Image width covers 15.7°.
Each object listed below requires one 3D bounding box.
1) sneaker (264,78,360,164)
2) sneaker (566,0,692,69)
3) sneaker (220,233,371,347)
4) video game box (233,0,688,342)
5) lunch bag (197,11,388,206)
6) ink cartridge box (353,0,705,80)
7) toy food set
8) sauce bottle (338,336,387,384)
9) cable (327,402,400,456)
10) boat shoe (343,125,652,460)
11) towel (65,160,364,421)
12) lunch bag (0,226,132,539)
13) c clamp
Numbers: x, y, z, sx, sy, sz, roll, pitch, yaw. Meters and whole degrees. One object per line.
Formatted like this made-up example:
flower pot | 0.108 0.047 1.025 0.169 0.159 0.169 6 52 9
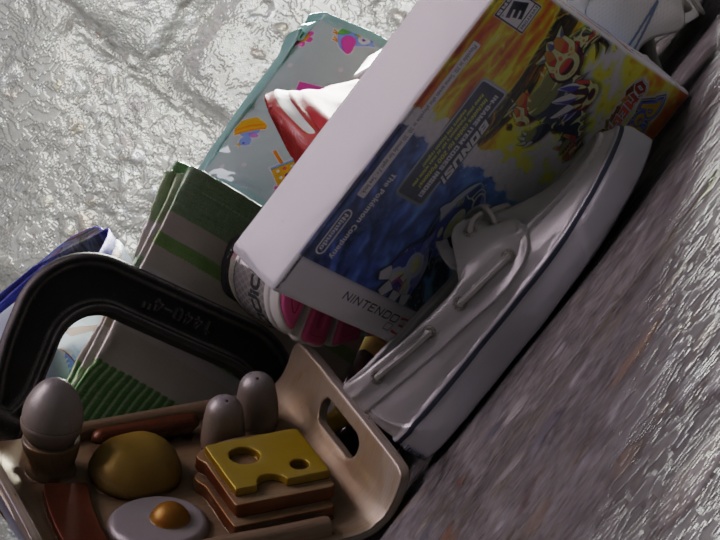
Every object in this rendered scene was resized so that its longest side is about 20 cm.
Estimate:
sneaker | 0.015 -0.088 1.425 0.115 0.079 0.200 -25 12 2
sneaker | 0.122 -0.085 1.457 0.075 0.087 0.200 -60 -11 -52
sneaker | 0.000 0.000 1.455 0.200 0.087 0.074 -4 -71 -48
video game box | 0.055 -0.052 1.346 0.200 0.047 0.182 -53 -36 10
lunch bag | 0.000 -0.061 1.788 0.171 0.200 0.122 -55 4 -21
ink cartridge box | 0.104 -0.144 1.609 0.200 0.084 0.145 -31 5 8
toy food set | -0.092 0.089 1.322 0.144 0.199 0.061 -132 39 -52
sauce bottle | 0.009 0.054 1.533 0.200 0.066 0.066 -51 2 -19
cable | -0.044 0.110 1.431 0.200 0.050 0.097 -27 -16 -31
boat shoe | 0.068 0.001 1.312 0.200 0.065 0.074 -53 3 3
towel | -0.086 0.060 1.460 0.023 0.152 0.201 -6 55 62
lunch bag | -0.154 0.083 1.553 0.124 0.170 0.200 -25 18 23
c clamp | -0.134 0.083 1.404 0.027 0.199 0.172 2 74 64
